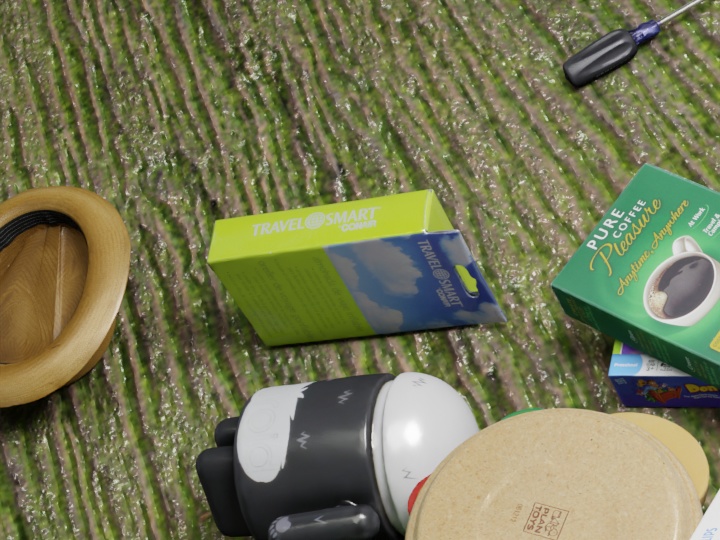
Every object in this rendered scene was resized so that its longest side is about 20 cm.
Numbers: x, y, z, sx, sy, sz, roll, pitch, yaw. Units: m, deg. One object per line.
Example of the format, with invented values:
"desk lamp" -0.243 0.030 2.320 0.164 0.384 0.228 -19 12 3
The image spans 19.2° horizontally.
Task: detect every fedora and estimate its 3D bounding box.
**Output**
"fedora" -0.255 0.030 1.726 0.200 0.082 0.201 -11 58 19

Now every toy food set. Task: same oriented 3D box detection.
"toy food set" 0.121 0.171 1.364 0.198 0.049 0.200 -1 53 16

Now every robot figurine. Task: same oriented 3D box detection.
"robot figurine" -0.011 0.139 1.502 0.200 0.125 0.150 -8 64 21

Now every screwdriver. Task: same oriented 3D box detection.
"screwdriver" 0.251 -0.201 1.688 0.200 0.029 0.028 -27 49 1

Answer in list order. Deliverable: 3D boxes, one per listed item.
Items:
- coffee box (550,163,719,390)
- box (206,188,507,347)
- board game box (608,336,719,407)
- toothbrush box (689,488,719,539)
"coffee box" 0.244 0.012 1.461 0.200 0.044 0.123 25 70 37
"box" 0.000 0.000 1.596 0.200 0.122 0.048 -7 52 21
"board game box" 0.284 0.028 1.489 0.200 0.045 0.135 -1 56 25
"toothbrush box" 0.308 0.183 1.291 0.200 0.085 0.146 -4 14 22
